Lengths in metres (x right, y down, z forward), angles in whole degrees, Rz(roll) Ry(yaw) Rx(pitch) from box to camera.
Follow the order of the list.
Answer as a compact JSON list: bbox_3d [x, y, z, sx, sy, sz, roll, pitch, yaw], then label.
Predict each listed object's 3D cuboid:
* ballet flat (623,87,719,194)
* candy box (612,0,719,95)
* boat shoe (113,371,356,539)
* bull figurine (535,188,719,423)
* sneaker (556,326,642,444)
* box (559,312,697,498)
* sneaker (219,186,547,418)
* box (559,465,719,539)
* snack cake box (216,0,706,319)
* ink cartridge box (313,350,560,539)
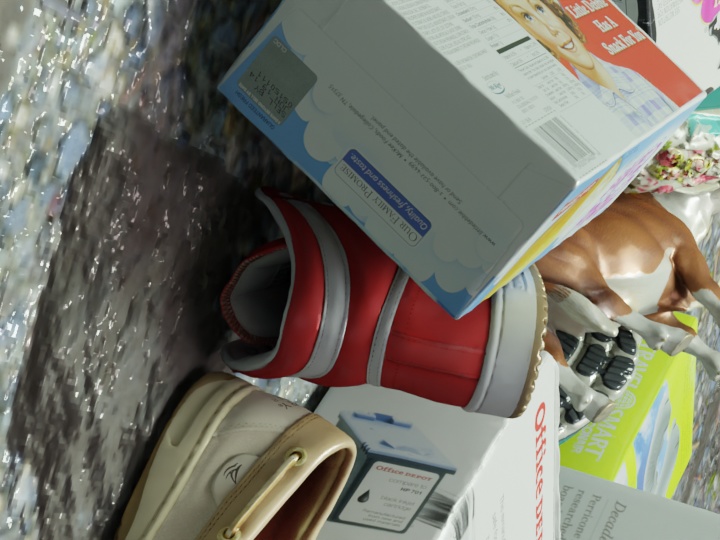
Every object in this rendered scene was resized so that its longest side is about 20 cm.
[{"bbox_3d":[0.194,-0.068,1.086,0.200,0.076,0.064,1,132,-29],"label":"ballet flat"},{"bbox_3d":[0.137,-0.185,0.968,0.168,0.071,0.200,-38,130,-41],"label":"candy box"},{"bbox_3d":[-0.060,0.133,0.771,0.200,0.069,0.074,-68,158,-17],"label":"boat shoe"},{"bbox_3d":[0.130,0.003,1.073,0.200,0.121,0.065,-14,143,-46],"label":"bull figurine"},{"bbox_3d":[0.105,0.052,1.126,0.200,0.077,0.080,-39,151,-54],"label":"sneaker"},{"bbox_3d":[0.146,0.127,1.308,0.200,0.048,0.122,-56,151,-41],"label":"box"},{"bbox_3d":[0.000,0.000,0.853,0.200,0.112,0.071,-117,-142,-76],"label":"sneaker"},{"bbox_3d":[0.102,0.232,1.098,0.200,0.171,0.199,-62,155,-30],"label":"box"},{"bbox_3d":[0.045,-0.066,0.800,0.067,0.115,0.200,-50,172,24],"label":"snack cake box"},{"bbox_3d":[0.008,0.137,0.920,0.147,0.086,0.200,85,28,-43],"label":"ink cartridge box"}]
